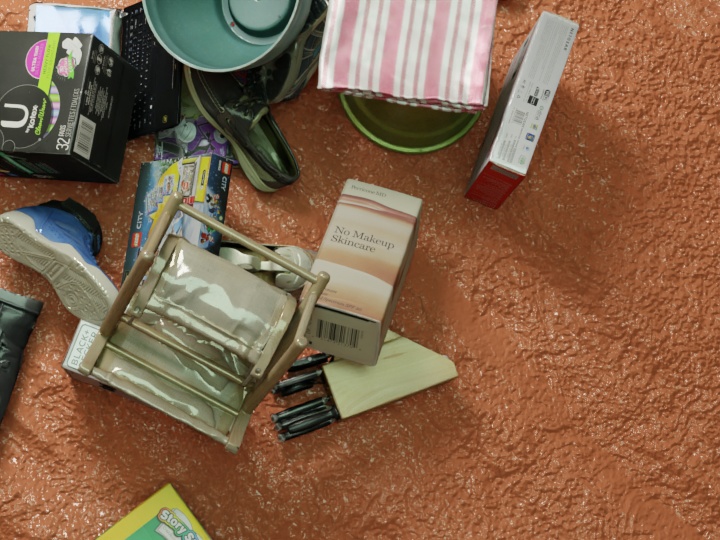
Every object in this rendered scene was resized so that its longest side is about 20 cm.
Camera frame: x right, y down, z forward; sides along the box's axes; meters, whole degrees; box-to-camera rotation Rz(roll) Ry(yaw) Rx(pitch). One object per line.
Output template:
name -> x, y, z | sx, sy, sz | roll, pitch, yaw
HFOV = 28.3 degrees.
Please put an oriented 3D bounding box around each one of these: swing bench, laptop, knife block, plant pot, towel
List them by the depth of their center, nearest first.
swing bench -> -0.171, 0.060, 1.555 | 0.198, 0.201, 0.130 | 29, 36, -8
towel -> 0.055, -0.264, 1.636 | 0.198, 0.030, 0.148 | 8, 78, -5
plant pot -> -0.137, -0.327, 1.669 | 0.198, 0.134, 0.203 | 1, 92, 19
knife block -> -0.004, 0.152, 1.725 | 0.199, 0.064, 0.177 | 26, 79, -2
laptop -> -0.313, -0.254, 1.742 | 0.103, 0.199, 0.179 | 11, 76, -44
plant pot -> 0.075, -0.263, 1.747 | 0.198, 0.184, 0.203 | 1, 79, -5

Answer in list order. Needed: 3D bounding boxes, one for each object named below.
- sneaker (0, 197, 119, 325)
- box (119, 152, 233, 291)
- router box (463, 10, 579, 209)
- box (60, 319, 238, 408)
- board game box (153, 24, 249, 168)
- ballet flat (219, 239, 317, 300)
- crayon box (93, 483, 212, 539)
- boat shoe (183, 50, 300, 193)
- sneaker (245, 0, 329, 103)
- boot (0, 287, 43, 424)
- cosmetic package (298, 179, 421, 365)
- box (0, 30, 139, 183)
sneaker -> -0.328, -0.018, 1.686 | 0.199, 0.077, 0.111 | 33, 36, 22
box -> -0.222, -0.034, 1.702 | 0.038, 0.136, 0.202 | 18, 75, -44
router box -> 0.195, -0.193, 1.750 | 0.048, 0.180, 0.202 | 21, 79, -1
box -> -0.244, 0.127, 1.676 | 0.198, 0.117, 0.061 | 21, 78, -1
board game box -> -0.196, -0.230, 1.792 | 0.119, 0.032, 0.202 | 2, 79, -10
ballet flat -> -0.121, -0.004, 1.738 | 0.198, 0.067, 0.069 | 4, 78, -6
crayon box -> -0.232, 0.380, 1.661 | 0.172, 0.058, 0.201 | -36, 86, -12
boat shoe -> -0.137, -0.186, 1.733 | 0.202, 0.066, 0.072 | 58, 46, -21
sneaker -> -0.071, -0.300, 1.765 | 0.077, 0.086, 0.201 | 37, 107, 22
boot -> -0.483, 0.107, 1.685 | 0.163, 0.066, 0.202 | 19, 83, -1
cosmetic package -> 0.000, 0.000, 1.688 | 0.102, 0.088, 0.201 | 14, 49, 5
box -> -0.385, -0.193, 1.681 | 0.198, 0.124, 0.150 | 5, 79, 20
